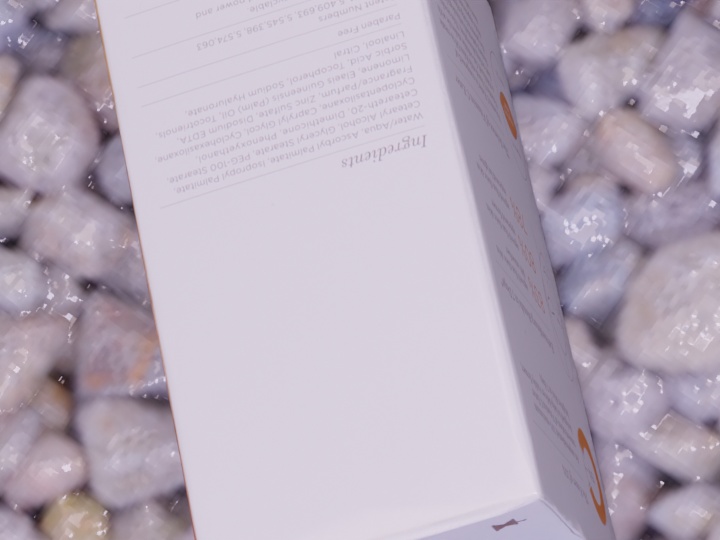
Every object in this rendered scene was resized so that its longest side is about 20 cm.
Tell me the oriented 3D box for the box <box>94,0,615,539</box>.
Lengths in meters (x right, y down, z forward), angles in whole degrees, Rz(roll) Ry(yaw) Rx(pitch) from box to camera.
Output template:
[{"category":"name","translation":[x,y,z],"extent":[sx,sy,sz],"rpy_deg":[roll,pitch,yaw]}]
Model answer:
[{"category":"box","translation":[0.000,0.000,0.832],"extent":[0.097,0.124,0.201],"rpy_deg":[-17,68,11]}]
